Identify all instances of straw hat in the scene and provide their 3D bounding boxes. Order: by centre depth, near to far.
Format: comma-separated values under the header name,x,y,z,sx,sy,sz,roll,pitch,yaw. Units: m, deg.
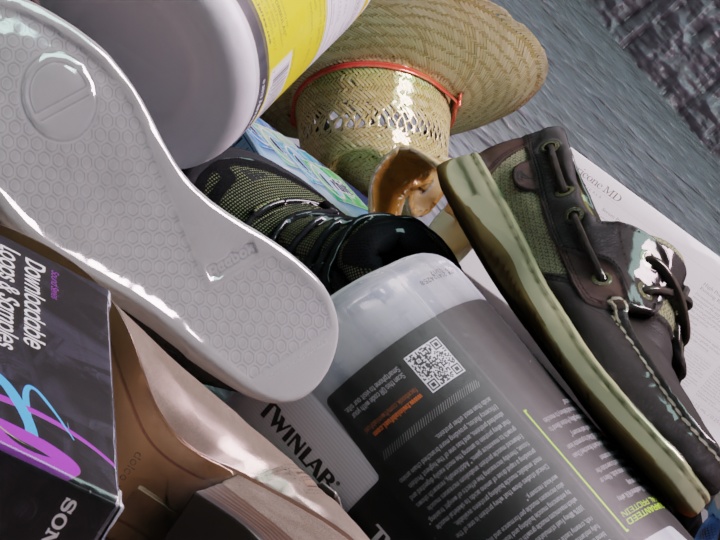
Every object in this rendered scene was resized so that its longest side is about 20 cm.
name,x,y,z,sx,sy,sz,roll,pitch,yaw
straw hat,0.007,-0.071,1.469,0.201,0.200,0.085,30,51,-53

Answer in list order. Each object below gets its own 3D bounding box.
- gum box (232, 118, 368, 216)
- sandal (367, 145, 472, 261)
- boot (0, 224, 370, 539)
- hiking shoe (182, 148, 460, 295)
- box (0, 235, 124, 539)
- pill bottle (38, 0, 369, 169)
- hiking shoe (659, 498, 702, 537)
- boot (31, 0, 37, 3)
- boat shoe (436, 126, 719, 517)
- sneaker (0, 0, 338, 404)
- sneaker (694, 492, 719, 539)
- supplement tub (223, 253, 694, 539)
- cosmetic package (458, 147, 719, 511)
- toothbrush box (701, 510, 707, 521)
name,x,y,z,sx,sy,sz,roll,pitch,yaw
gum box,0.004,0.019,1.343,0.170,0.045,0.200,34,18,-48
sandal,0.037,-0.028,1.315,0.070,0.078,0.212,50,15,-15
boot,-0.071,0.060,0.931,0.200,0.070,0.146,46,4,12
hiking shoe,0.000,0.000,1.164,0.200,0.076,0.101,41,-35,21
box,-0.159,0.003,0.752,0.200,0.036,0.143,26,18,-15
pill bottle,-0.056,-0.134,1.214,0.112,0.112,0.200,45,39,-4
hiking shoe,0.114,0.093,1.265,0.101,0.075,0.201,70,16,-81
boot,-0.144,-0.067,1.046,0.146,0.070,0.200,45,14,-34
boat shoe,0.095,0.009,1.078,0.072,0.066,0.201,55,1,-45
sneaker,-0.104,-0.021,0.957,0.200,0.071,0.099,44,-26,-30
sneaker,0.156,0.166,1.156,0.078,0.090,0.200,36,-22,25
supplement tub,0.046,0.103,1.026,0.200,0.123,0.122,49,12,15
cosmetic package,0.140,0.040,1.189,0.200,0.083,0.051,38,-22,13
toothbrush box,0.212,0.175,1.450,0.200,0.086,0.146,32,19,-54
